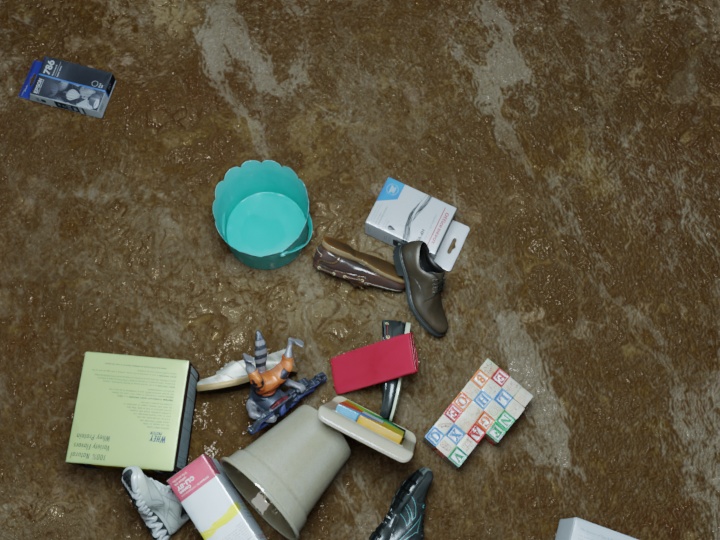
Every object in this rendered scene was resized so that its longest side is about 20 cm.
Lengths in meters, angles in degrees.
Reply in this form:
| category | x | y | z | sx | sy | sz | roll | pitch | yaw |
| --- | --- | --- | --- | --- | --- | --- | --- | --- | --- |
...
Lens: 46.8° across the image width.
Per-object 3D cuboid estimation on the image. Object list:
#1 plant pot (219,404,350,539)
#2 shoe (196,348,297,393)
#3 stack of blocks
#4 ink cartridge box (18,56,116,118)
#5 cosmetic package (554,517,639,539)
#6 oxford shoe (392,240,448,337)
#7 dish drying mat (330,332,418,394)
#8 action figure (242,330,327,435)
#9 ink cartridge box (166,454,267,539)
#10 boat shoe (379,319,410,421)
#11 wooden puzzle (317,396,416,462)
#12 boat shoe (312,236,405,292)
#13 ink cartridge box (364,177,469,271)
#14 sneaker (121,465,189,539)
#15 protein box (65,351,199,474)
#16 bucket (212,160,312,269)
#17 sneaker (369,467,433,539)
| category | x | y | z | sx | sy | sz | roll | pitch | yaw |
| --- | --- | --- | --- | --- | --- | --- | --- | --- | --- |
| plant pot | -0.124 | 0.356 | 1.527 | 0.200 | 0.201 | 0.183 | 42 | 64 | 11 |
| shoe | -0.224 | 0.198 | 1.625 | 0.198 | 0.070 | 0.054 | -11 | 74 | -13 |
| stack of blocks | 0.226 | 0.286 | 1.609 | 0.115 | 0.059 | 0.200 | 40 | 76 | 10 |
| ink cartridge box | -0.647 | -0.406 | 1.824 | 0.198 | 0.039 | 0.100 | 13 | 73 | 4 |
| cosmetic package | 0.439 | 0.573 | 1.488 | 0.198 | 0.123 | 0.202 | 19 | 74 | 5 |
| oxford shoe | 0.135 | 0.036 | 1.652 | 0.072 | 0.084 | 0.202 | -30 | 99 | -51 |
| dish drying mat | 0.026 | 0.180 | 1.598 | 0.199 | 0.018 | 0.078 | -21 | 67 | 34 |
| action figure | -0.157 | 0.206 | 1.574 | 0.104 | 0.195 | 0.199 | 34 | 41 | 28 |
| ink cartridge box | -0.251 | 0.443 | 1.505 | 0.083 | 0.145 | 0.201 | -35 | 76 | -11 |
| boat shoe | 0.056 | 0.194 | 1.629 | 0.062 | 0.074 | 0.203 | 8 | 67 | 0 |
| wooden puzzle | 0.019 | 0.284 | 1.536 | 0.184 | 0.200 | 0.038 | 26 | 92 | 7 |
| boat shoe | 0.000 | 0.000 | 1.696 | 0.198 | 0.070 | 0.071 | 24 | 110 | -3 |
| ink cartridge box | 0.121 | -0.095 | 1.724 | 0.198 | 0.067 | 0.117 | 25 | 73 | 7 |
| sneaker | -0.369 | 0.411 | 1.502 | 0.081 | 0.201 | 0.075 | -31 | 45 | -20 |
| protein box | -0.420 | 0.273 | 1.561 | 0.196 | 0.135 | 0.202 | 5 | 72 | 0 |
| bucket | -0.194 | -0.106 | 1.686 | 0.205 | 0.135 | 0.209 | 0 | 73 | -1 |
| sneaker | 0.087 | 0.464 | 1.553 | 0.079 | 0.075 | 0.201 | 34 | 81 | -5 |
